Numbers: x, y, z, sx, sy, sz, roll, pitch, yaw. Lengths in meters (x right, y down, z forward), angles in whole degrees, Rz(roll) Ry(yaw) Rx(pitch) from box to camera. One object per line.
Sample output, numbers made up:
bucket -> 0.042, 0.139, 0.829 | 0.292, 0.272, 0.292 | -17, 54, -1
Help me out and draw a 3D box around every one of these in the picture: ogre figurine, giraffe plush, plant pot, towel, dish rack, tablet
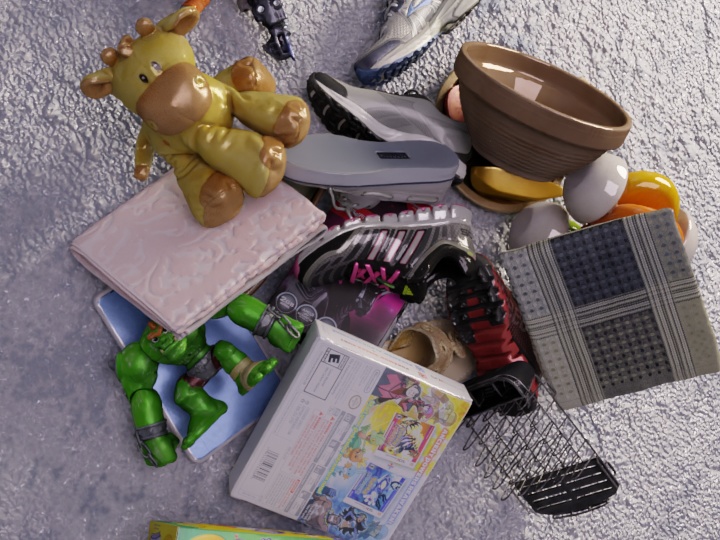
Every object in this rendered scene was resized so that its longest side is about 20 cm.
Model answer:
ogre figurine -> -0.164, 0.089, 1.303 | 0.120, 0.200, 0.098 | 47, 24, 0
giraffe plush -> -0.168, -0.164, 1.261 | 0.174, 0.198, 0.162 | -58, 150, -13
plant pot -> 0.180, -0.158, 1.406 | 0.198, 0.202, 0.094 | 14, 116, -21
towel -> 0.264, 0.043, 1.390 | 0.190, 0.035, 0.202 | -16, 112, 17
towel -> -0.160, -0.035, 1.305 | 0.199, 0.190, 0.033 | -37, 140, -23
dish rack -> 0.176, 0.193, 1.423 | 0.201, 0.153, 0.055 | 52, 49, -9
tablet -> -0.171, 0.080, 1.360 | 0.129, 0.014, 0.202 | -34, 98, -23

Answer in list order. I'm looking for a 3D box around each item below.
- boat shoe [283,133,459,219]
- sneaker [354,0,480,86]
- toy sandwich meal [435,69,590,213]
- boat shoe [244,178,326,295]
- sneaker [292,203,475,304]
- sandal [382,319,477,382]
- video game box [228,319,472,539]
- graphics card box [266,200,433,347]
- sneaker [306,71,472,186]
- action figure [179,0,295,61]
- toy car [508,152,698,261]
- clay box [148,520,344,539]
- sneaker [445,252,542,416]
boat shoe -> 0.001, -0.087, 1.360 | 0.199, 0.075, 0.087 | -3, 129, -27
sneaker -> 0.051, -0.281, 1.476 | 0.085, 0.077, 0.200 | 47, 61, -1
toy sandwich meal -> 0.178, -0.160, 1.507 | 0.202, 0.070, 0.209 | 3, 82, -23
boat shoe -> -0.092, -0.057, 1.374 | 0.075, 0.074, 0.202 | 35, 69, -17
sneaker -> 0.032, -0.006, 1.341 | 0.197, 0.074, 0.089 | -12, 67, -15
sandal -> 0.058, 0.095, 1.424 | 0.209, 0.069, 0.079 | -7, 86, -24
video game box -> -0.012, 0.172, 1.347 | 0.180, 0.047, 0.202 | 25, 108, -16
graphics card box -> 0.000, 0.000, 1.402 | 0.125, 0.051, 0.201 | 32, 72, 6
sneaker -> 0.032, -0.165, 1.437 | 0.198, 0.074, 0.080 | 26, 74, -8
action figure -> -0.130, -0.306, 1.380 | 0.192, 0.105, 0.202 | -29, 93, -14
toy car -> 0.271, -0.013, 1.456 | 0.174, 0.200, 0.151 | 31, 36, -24
clay box -> -0.127, 0.275, 1.300 | 0.197, 0.115, 0.048 | 10, 79, -22
sneaker -> 0.151, 0.057, 1.450 | 0.098, 0.070, 0.202 | -55, 129, -48
